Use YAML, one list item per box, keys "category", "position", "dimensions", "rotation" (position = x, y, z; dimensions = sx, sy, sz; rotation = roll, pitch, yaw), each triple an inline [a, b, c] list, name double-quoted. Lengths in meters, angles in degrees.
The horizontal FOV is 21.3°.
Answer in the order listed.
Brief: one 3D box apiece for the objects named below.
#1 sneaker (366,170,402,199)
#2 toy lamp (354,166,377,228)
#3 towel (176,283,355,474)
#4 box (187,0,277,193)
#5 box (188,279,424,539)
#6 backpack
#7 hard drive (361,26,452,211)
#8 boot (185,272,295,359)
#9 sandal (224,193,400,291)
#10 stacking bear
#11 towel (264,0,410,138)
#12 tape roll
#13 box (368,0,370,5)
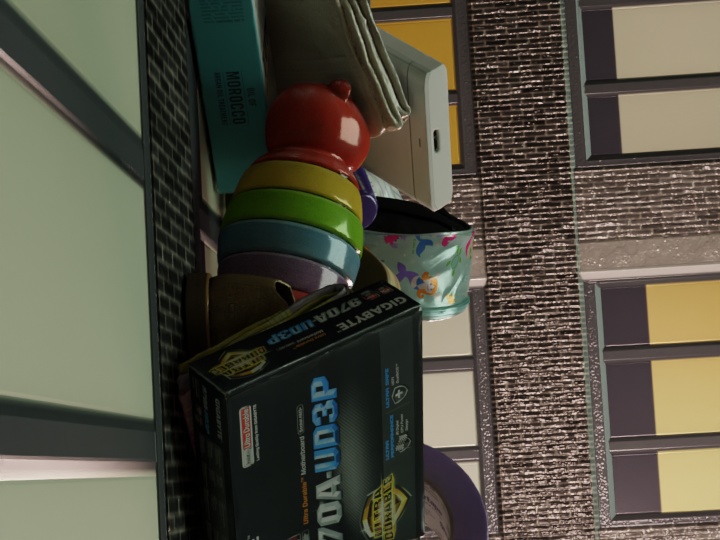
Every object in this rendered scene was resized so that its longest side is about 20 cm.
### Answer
- category: "sneaker"
  position: [-0.009, -0.074, 1.797]
  dimensions: [0.200, 0.075, 0.087]
  rotation: [46, 39, -52]
- category: "toy lamp"
  position: [-0.043, -0.092, 1.611]
  dimensions: [0.200, 0.058, 0.059]
  rotation: [45, -33, 51]
- category: "towel"
  position: [-0.054, 0.110, 1.303]
  dimensions: [0.023, 0.143, 0.201]
  rotation: [36, -34, 40]
- category: "box"
  position: [-0.095, -0.161, 1.448]
  dimensions: [0.083, 0.049, 0.201]
  rotation: [-90, 176, -49]
- category: "box"
  position: [-0.031, 0.123, 1.274]
  dimensions: [0.046, 0.158, 0.201]
  rotation: [34, -44, 43]
- category: "backpack"
  position: [0.000, 0.000, 1.666]
  dimensions: [0.178, 0.199, 0.152]
  rotation: [-77, 166, -83]
- category: "hard drive"
  position: [-0.007, -0.144, 1.517]
  dimensions: [0.200, 0.027, 0.132]
  rotation: [34, -35, 36]
- category: "boot"
  position: [-0.074, 0.093, 1.324]
  dimensions: [0.074, 0.075, 0.201]
  rotation: [-92, 179, -60]
- category: "sandal"
  position: [-0.030, -0.013, 1.507]
  dimensions: [0.212, 0.078, 0.070]
  rotation: [44, 2, 40]
- category: "stacking bear"
  position: [-0.043, -0.042, 1.402]
  dimensions: [0.121, 0.113, 0.201]
  rotation: [-20, -126, 53]
- category: "towel"
  position: [-0.038, -0.167, 1.482]
  dimensions: [0.200, 0.034, 0.133]
  rotation: [9, -55, 56]
- category: "tape roll"
  position: [0.018, 0.256, 1.734]
  dimensions: [0.085, 0.199, 0.201]
  rotation: [84, 4, -52]
- category: "box"
  position: [-0.051, -0.310, 1.574]
  dimensions: [0.201, 0.106, 0.149]
  rotation: [84, 4, -51]
